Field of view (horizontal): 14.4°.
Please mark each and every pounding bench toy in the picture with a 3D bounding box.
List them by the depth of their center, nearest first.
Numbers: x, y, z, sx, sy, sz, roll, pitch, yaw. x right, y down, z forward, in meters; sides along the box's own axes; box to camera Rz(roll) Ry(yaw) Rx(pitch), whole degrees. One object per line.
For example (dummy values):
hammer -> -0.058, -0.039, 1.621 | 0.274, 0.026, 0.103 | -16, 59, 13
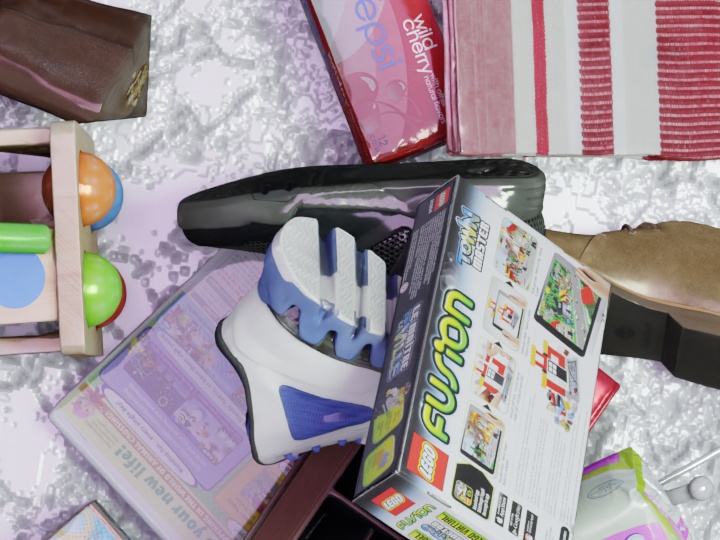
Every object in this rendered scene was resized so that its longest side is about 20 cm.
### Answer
pounding bench toy -> -0.206, -0.014, 1.509 | 0.156, 0.200, 0.124 | -3, 88, -1

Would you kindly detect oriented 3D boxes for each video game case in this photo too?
video game case -> -0.042, 0.091, 1.598 | 0.182, 0.022, 0.200 | -43, 90, -2

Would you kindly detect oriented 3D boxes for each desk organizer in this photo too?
desk organizer -> -0.013, 0.159, 1.510 | 0.072, 0.077, 0.200 | 47, 68, -34

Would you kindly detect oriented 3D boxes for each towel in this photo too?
towel -> 0.133, -0.133, 1.574 | 0.200, 0.023, 0.144 | 0, 87, -26

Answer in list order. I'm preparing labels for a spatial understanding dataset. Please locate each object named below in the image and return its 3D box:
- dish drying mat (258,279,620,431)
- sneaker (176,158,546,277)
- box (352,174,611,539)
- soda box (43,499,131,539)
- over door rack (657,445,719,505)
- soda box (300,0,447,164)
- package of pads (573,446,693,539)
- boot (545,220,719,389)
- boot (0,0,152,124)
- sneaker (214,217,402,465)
dish drying mat -> 0.043, 0.036, 1.585 | 0.200, 0.018, 0.077 | 36, 79, -4
sneaker -> 0.000, 0.000, 1.532 | 0.199, 0.076, 0.114 | 0, 103, 5
box -> 0.064, 0.058, 1.417 | 0.110, 0.035, 0.200 | 35, 44, -21
soda box -> -0.105, 0.220, 1.568 | 0.064, 0.068, 0.200 | -40, 90, -4
over door rack -> 0.220, 0.157, 1.540 | 0.200, 0.067, 0.148 | -31, 105, -17
soda box -> -0.002, -0.159, 1.583 | 0.063, 0.070, 0.200 | -21, 89, -4
package of pads -> 0.123, 0.206, 1.469 | 0.154, 0.068, 0.200 | -26, 108, 10
boot -> 0.145, 0.003, 1.594 | 0.200, 0.074, 0.076 | 19, 58, 4
boot -> -0.217, -0.108, 1.542 | 0.200, 0.064, 0.187 | 22, 46, -1
sneaker -> 0.003, 0.060, 1.480 | 0.199, 0.081, 0.115 | 33, 127, -22
